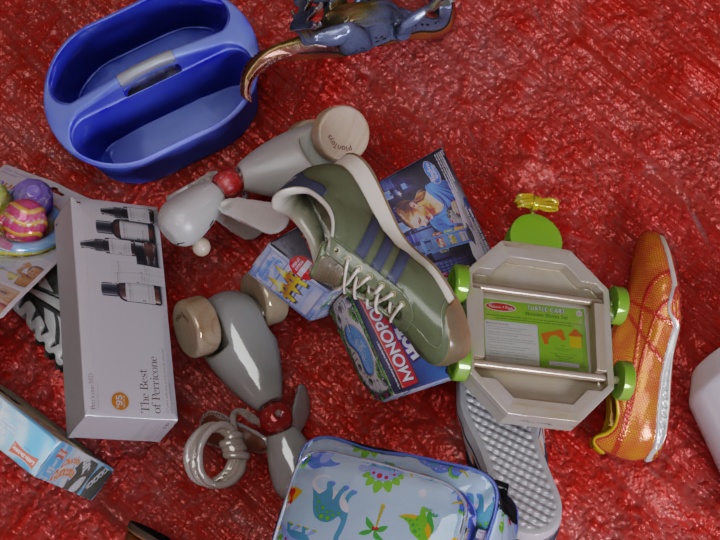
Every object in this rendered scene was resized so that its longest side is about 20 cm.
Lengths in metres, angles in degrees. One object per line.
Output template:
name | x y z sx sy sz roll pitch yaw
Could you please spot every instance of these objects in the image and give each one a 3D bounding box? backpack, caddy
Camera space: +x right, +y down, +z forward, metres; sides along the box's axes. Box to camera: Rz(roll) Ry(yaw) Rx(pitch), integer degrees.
backpack | 0.010 0.237 1.113 0.182 0.147 0.202 11 78 22
caddy | -0.184 -0.167 1.317 0.199 0.105 0.142 -26 78 -3

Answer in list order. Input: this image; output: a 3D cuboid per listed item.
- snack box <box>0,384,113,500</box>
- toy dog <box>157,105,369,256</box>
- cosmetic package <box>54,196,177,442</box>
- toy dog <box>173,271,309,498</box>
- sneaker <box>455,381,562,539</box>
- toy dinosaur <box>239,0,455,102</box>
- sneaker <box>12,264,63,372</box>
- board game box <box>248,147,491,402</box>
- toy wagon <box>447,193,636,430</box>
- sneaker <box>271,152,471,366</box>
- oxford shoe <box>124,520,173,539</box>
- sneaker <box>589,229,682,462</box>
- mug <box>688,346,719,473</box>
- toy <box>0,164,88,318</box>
snack box | -0.276 0.133 1.209 0.116 0.200 0.037 35 80 10
toy dog | -0.072 -0.063 1.287 0.199 0.132 0.097 -29 98 2
cosmetic package | -0.205 0.039 1.223 0.082 0.051 0.201 5 60 -27
toy dog | -0.099 0.100 1.261 0.131 0.096 0.202 4 73 -22
sneaker | 0.122 0.153 1.250 0.078 0.080 0.201 -4 53 -3
toy dinosaur | 0.003 -0.229 1.318 0.200 0.181 0.105 -42 56 27
sneaker | -0.251 0.035 1.296 0.090 0.066 0.200 -43 75 -5
board game box | 0.018 0.013 1.240 0.199 0.062 0.201 -15 71 -28
toy wagon | 0.147 0.032 1.218 0.154 0.040 0.201 8 62 -13
sneaker | 0.000 0.000 1.161 0.089 0.067 0.201 -17 65 -33
oxford shoe | -0.132 0.289 1.235 0.200 0.071 0.071 40 87 9
sneaker | 0.233 0.061 1.259 0.076 0.073 0.202 8 78 3
mug | 0.359 0.129 1.223 0.149 0.186 0.154 -42 66 27
toy | -0.306 -0.043 1.265 0.114 0.047 0.200 23 37 8
